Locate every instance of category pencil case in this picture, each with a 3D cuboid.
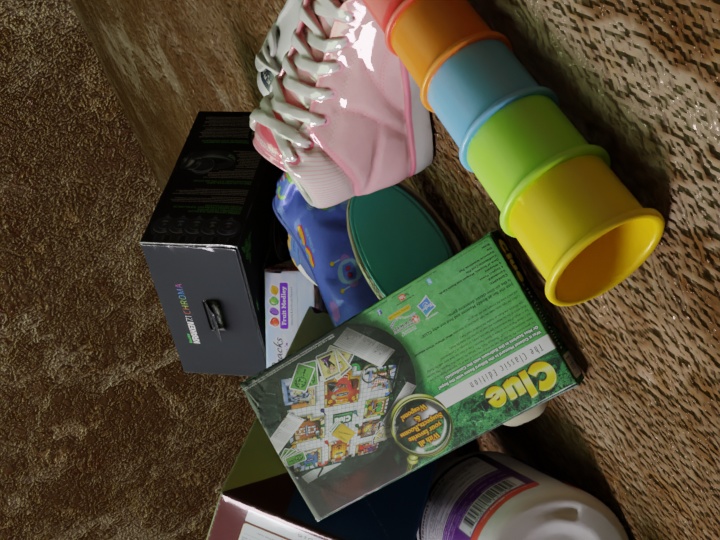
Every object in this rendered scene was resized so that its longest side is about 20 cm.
[{"bbox_3d":[0.000,0.000,0.841,0.078,0.087,0.201,103,145,-62],"label":"pencil case"}]

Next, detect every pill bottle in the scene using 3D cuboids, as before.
[{"bbox_3d":[0.104,0.193,0.821,0.112,0.111,0.200,63,169,-7],"label":"pill bottle"}]

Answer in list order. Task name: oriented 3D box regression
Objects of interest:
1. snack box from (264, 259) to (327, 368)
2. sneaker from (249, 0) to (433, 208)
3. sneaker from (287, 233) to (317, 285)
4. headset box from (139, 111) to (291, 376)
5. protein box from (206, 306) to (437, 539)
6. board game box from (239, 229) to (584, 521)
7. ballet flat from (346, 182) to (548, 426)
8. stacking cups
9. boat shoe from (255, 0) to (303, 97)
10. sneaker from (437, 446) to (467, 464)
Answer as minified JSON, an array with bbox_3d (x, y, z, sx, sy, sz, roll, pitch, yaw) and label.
[{"bbox_3d":[-0.048,0.091,1.079,0.142,0.053,0.201,-29,-61,-78],"label":"snack box"},{"bbox_3d":[-0.019,-0.114,0.668,0.075,0.104,0.201,55,166,39],"label":"sneaker"},{"bbox_3d":[0.006,0.015,0.971,0.088,0.075,0.200,41,167,40],"label":"sneaker"},{"bbox_3d":[-0.121,-0.021,1.068,0.200,0.092,0.175,-75,-17,-44],"label":"headset box"},{"bbox_3d":[-0.030,0.180,0.875,0.134,0.199,0.200,22,132,2],"label":"protein box"},{"bbox_3d":[0.027,0.069,0.705,0.105,0.200,0.023,61,-157,6],"label":"board game box"},{"bbox_3d":[0.059,0.022,0.763,0.200,0.069,0.070,56,167,23],"label":"ballet flat"},{"bbox_3d":[0.056,-0.075,0.528,0.200,0.060,0.061,56,167,29],"label":"stacking cups"},{"bbox_3d":[-0.042,-0.143,0.788,0.072,0.066,0.200,61,169,6],"label":"boat shoe"},{"bbox_3d":[0.091,0.206,1.068,0.200,0.075,0.080,63,-160,-43],"label":"sneaker"}]
